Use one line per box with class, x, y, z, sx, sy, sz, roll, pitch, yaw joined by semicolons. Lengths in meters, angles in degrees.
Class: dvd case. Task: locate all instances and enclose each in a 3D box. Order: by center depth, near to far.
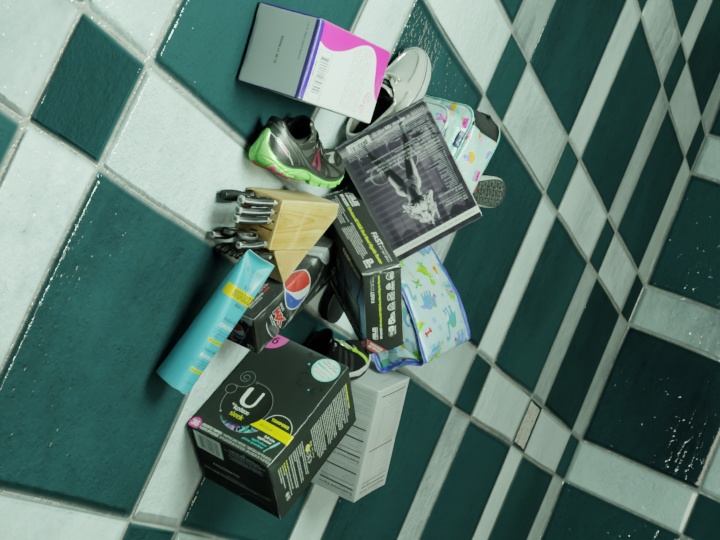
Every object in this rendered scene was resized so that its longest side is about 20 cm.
dvd case;0.072;-0.129;1.756;0.202;0.147;0.016;60;6;-21

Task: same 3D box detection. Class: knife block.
knife block;-0.117;-0.081;1.613;0.201;0.063;0.177;-52;149;-30

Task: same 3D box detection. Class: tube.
tube;-0.186;0.064;1.553;0.201;0.050;0.077;-55;159;-1

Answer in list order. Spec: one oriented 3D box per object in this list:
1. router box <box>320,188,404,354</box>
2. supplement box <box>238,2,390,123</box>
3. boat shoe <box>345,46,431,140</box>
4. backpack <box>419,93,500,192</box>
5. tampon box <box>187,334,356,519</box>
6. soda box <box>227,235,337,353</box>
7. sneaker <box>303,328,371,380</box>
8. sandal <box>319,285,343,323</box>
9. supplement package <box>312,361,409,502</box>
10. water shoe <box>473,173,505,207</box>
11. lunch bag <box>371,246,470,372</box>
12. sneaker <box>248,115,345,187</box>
router box;0.000;0.000;1.748;0.061;0.201;0.152;-14;130;-14
supplement box;-0.056;-0.266;1.558;0.199;0.102;0.103;8;101;-62
boat shoe;0.038;-0.261;1.782;0.201;0.071;0.066;-54;152;-15
backpack;0.098;-0.166;1.847;0.152;0.175;0.203;14;98;-46
tampon box;-0.122;0.216;1.720;0.200;0.148;0.127;-50;149;-34
soda box;-0.113;0.025;1.688;0.200;0.070;0.064;-46;145;-39
sneaker;-0.041;0.131;1.901;0.199;0.071;0.084;-22;127;-56
sandal;0.000;-0.007;1.905;0.075;0.047;0.203;29;83;-63
supplement package;-0.008;0.264;2.015;0.113;0.108;0.203;-13;120;-59
water shoe;0.164;-0.148;2.099;0.198;0.078;0.073;12;95;-38
lunch bag;0.080;0.050;2.022;0.169;0.126;0.204;-22;99;-56
sneaker;-0.072;-0.164;1.628;0.199;0.076;0.085;6;108;-64
